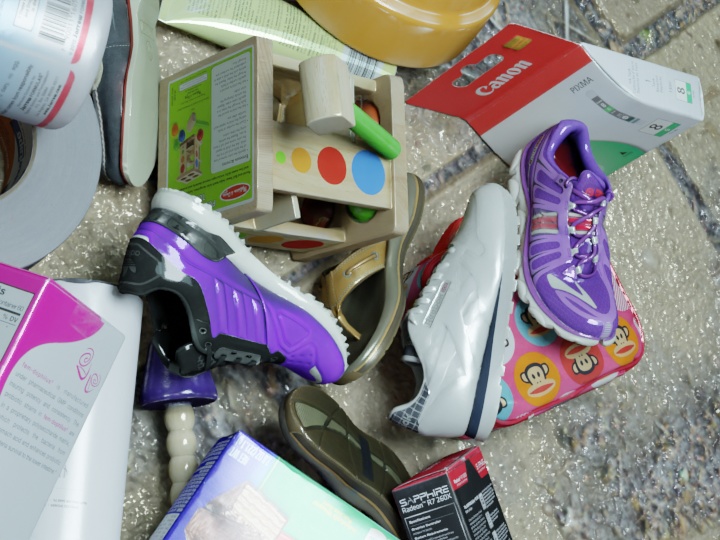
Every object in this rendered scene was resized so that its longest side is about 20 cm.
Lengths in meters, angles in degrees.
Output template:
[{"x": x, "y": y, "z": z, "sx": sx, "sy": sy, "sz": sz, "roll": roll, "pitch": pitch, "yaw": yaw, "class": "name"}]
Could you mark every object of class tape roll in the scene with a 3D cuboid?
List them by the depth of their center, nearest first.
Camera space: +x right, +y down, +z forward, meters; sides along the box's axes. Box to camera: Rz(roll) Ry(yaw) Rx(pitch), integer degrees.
[{"x": -0.281, "y": -0.084, "z": 0.950, "sx": 0.200, "sy": 0.066, "sz": 0.200, "roll": 11, "pitch": 69, "yaw": -30, "class": "tape roll"}]

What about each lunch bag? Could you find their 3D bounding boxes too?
[{"x": 0.127, "y": 0.032, "z": 1.168, "sx": 0.200, "sy": 0.082, "sz": 0.176, "roll": -19, "pitch": 81, "yaw": -34, "class": "lunch bag"}]

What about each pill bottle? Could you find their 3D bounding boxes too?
[{"x": -0.267, "y": -0.167, "z": 0.879, "sx": 0.200, "sy": 0.109, "sz": 0.109, "roll": 18, "pitch": 66, "yaw": -27, "class": "pill bottle"}]

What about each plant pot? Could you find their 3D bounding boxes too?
[{"x": 0.055, "y": -0.298, "z": 1.130, "sx": 0.200, "sy": 0.183, "sz": 0.200, "roll": 18, "pitch": 51, "yaw": -23, "class": "plant pot"}]

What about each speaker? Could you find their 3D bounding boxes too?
[{"x": -0.194, "y": 0.111, "z": 0.935, "sx": 0.081, "sy": 0.081, "sz": 0.200, "roll": 13, "pitch": 68, "yaw": -29, "class": "speaker"}]

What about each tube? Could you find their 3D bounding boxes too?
[{"x": -0.067, "y": -0.192, "z": 1.134, "sx": 0.200, "sy": 0.058, "sz": 0.052, "roll": 21, "pitch": 103, "yaw": -23, "class": "tube"}]

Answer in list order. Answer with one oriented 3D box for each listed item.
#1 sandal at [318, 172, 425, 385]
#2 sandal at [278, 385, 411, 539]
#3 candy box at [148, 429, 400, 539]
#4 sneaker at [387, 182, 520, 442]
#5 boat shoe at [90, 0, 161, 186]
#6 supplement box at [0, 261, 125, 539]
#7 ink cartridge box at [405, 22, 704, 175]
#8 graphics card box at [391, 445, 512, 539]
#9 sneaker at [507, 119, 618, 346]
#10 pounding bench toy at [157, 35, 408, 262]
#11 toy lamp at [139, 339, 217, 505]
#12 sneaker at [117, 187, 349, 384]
[{"x": 0.000, "y": 0.000, "z": 1.094, "sx": 0.054, "sy": 0.080, "sz": 0.200, "roll": 30, "pitch": 57, "yaw": -24, "class": "sandal"}, {"x": -0.007, "y": 0.163, "z": 1.043, "sx": 0.200, "sy": 0.055, "sz": 0.082, "roll": 46, "pitch": 24, "yaw": -36, "class": "sandal"}, {"x": -0.073, "y": 0.233, "z": 0.907, "sx": 0.169, "sy": 0.077, "sz": 0.200, "roll": 35, "pitch": 71, "yaw": -5, "class": "candy box"}, {"x": 0.073, "y": 0.027, "z": 1.058, "sx": 0.080, "sy": 0.076, "sz": 0.200, "roll": 9, "pitch": 77, "yaw": 2, "class": "sneaker"}, {"x": -0.185, "y": -0.158, "z": 1.037, "sx": 0.063, "sy": 0.071, "sz": 0.200, "roll": -3, "pitch": 82, "yaw": 8, "class": "boat shoe"}, {"x": -0.244, "y": 0.098, "z": 0.850, "sx": 0.200, "sy": 0.103, "sz": 0.101, "roll": -65, "pitch": 153, "yaw": -15, "class": "supplement box"}, {"x": 0.163, "y": -0.135, "z": 1.189, "sx": 0.200, "sy": 0.161, "sz": 0.050, "roll": 9, "pitch": 67, "yaw": -30, "class": "ink cartridge box"}, {"x": 0.091, "y": 0.241, "z": 1.055, "sx": 0.200, "sy": 0.051, "sz": 0.125, "roll": 69, "pitch": 15, "yaw": 4, "class": "graphics card box"}, {"x": 0.168, "y": -0.034, "z": 1.119, "sx": 0.081, "sy": 0.083, "sz": 0.200, "roll": 4, "pitch": 60, "yaw": -25, "class": "sneaker"}, {"x": -0.028, "y": -0.089, "z": 1.015, "sx": 0.156, "sy": 0.200, "sz": 0.124, "roll": 8, "pitch": 75, "yaw": -39, "class": "pounding bench toy"}, {"x": -0.123, "y": 0.145, "z": 0.984, "sx": 0.058, "sy": 0.058, "sz": 0.200, "roll": 0, "pitch": 76, "yaw": -32, "class": "toy lamp"}, {"x": -0.095, "y": 0.039, "z": 0.978, "sx": 0.200, "sy": 0.070, "sz": 0.100, "roll": 43, "pitch": 63, "yaw": -32, "class": "sneaker"}]
